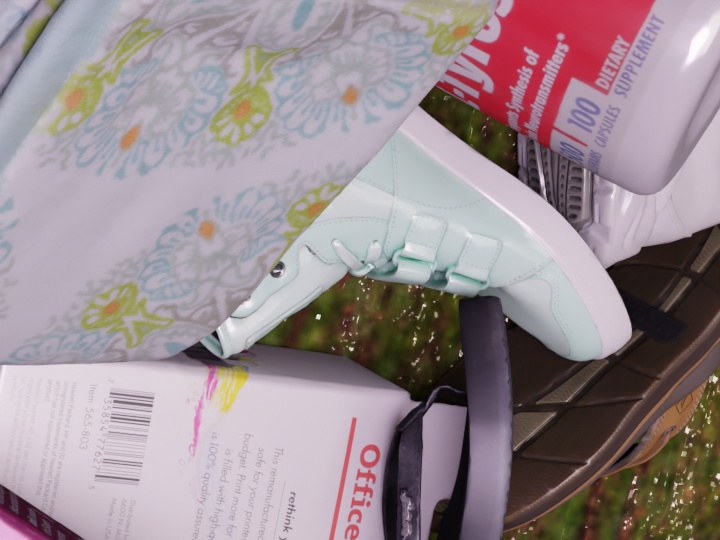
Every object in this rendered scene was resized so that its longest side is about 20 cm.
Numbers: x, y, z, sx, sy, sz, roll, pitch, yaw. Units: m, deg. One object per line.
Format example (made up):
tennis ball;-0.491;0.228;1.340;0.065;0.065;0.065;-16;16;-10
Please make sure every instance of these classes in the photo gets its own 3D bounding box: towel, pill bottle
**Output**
towel;-0.064;-0.040;0.782;0.171;0.048;0.200;6;134;-51
pill bottle;0.040;-0.119;0.872;0.200;0.112;0.112;29;89;10

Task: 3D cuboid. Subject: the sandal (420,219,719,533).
sandal;0.100;0.040;1.003;0.200;0.082;0.055;-42;136;-17

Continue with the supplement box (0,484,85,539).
supplement box;-0.134;0.136;0.815;0.200;0.103;0.131;35;85;-6

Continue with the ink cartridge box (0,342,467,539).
ink cartridge box;-0.055;0.086;0.938;0.200;0.068;0.115;9;98;-24

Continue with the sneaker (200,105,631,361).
sneaker;0.000;0.000;0.939;0.200;0.074;0.118;38;78;-15

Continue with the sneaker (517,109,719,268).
sneaker;0.112;-0.104;0.976;0.099;0.078;0.200;-10;111;-31

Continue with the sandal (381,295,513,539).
sandal;0.025;0.108;0.905;0.043;0.076;0.201;8;99;0
